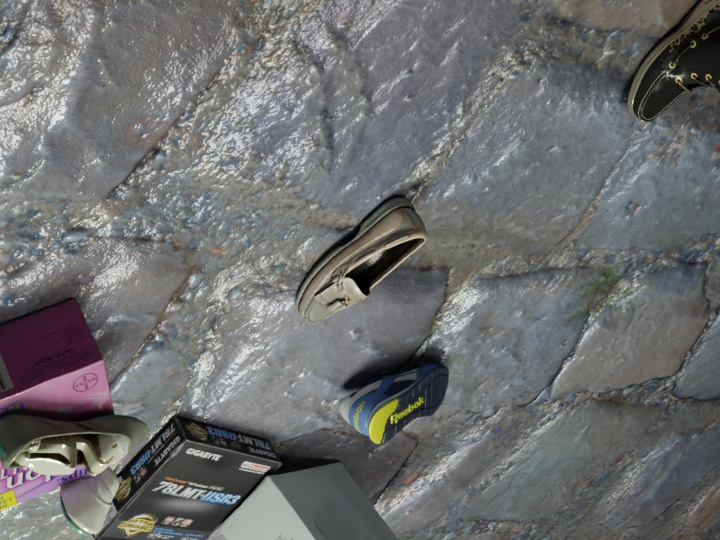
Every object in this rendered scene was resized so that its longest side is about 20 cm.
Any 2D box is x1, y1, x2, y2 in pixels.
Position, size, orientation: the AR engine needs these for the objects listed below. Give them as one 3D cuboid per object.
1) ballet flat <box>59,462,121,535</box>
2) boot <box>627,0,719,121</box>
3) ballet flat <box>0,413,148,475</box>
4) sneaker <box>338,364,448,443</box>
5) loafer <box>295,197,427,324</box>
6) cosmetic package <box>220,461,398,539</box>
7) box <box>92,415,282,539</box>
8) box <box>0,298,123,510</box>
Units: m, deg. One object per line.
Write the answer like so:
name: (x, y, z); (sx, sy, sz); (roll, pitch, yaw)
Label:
ballet flat: (-0.317, 0.251, 1.661); (0.069, 0.200, 0.070); (-1, 99, -7)
boot: (0.426, -0.228, 1.679); (0.073, 0.151, 0.200); (17, 122, -48)
ballet flat: (-0.307, 0.195, 1.506); (0.199, 0.064, 0.068); (9, 127, -45)
sneaker: (0.051, 0.172, 1.939); (0.199, 0.082, 0.075); (-20, 119, -49)
loafer: (0.000, 0.000, 1.689); (0.200, 0.063, 0.072); (-46, 144, 17)
cosmetic package: (-0.056, 0.392, 1.960); (0.123, 0.200, 0.199); (-48, 157, 21)
box: (-0.236, 0.292, 1.866); (0.198, 0.050, 0.199); (-44, 145, 16)
box: (-0.370, 0.155, 1.549); (0.174, 0.097, 0.201); (-20, 144, -18)
